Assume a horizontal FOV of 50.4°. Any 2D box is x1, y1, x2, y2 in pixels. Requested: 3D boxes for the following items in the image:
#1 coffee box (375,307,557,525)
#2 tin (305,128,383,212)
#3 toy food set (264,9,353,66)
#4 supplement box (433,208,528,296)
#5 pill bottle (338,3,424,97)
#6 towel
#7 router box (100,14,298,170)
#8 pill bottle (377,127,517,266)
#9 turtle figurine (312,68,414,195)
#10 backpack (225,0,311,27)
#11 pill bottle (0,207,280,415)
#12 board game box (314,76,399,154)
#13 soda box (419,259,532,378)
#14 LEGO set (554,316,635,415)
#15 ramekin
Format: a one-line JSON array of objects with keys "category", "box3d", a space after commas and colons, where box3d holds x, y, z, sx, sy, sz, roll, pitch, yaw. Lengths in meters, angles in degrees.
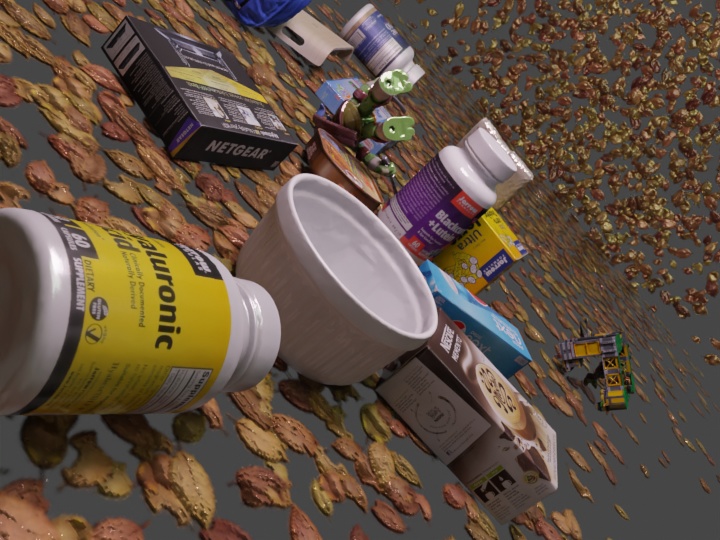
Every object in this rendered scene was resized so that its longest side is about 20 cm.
[{"category": "coffee box", "box3d": [0.118, 0.153, 0.824, 0.200, 0.080, 0.113, 47, 22, -5]}, {"category": "tin", "box3d": [-0.024, -0.134, 1.058, 0.112, 0.042, 0.200, 36, 15, -19]}, {"category": "toy food set", "box3d": [-0.102, -0.439, 1.450, 0.143, 0.061, 0.200, 36, 20, 1]}, {"category": "supplement box", "box3d": [0.159, -0.067, 1.234, 0.201, 0.109, 0.109, 52, 22, 8]}, {"category": "pill bottle", "box3d": [0.052, -0.496, 1.747, 0.200, 0.111, 0.111, 46, 21, -6]}, {"category": "towel", "box3d": [0.185, -0.141, 1.292, 0.133, 0.200, 0.034, 51, 34, 8]}, {"category": "router box", "box3d": [-0.178, -0.197, 0.883, 0.158, 0.052, 0.199, 55, 22, 14]}, {"category": "pill bottle", "box3d": [0.128, -0.109, 1.121, 0.111, 0.200, 0.112, 39, 23, -20]}, {"category": "turtle figurine", "box3d": [0.041, -0.226, 1.168, 0.199, 0.145, 0.194, 31, -13, -18]}, {"category": "backpack", "box3d": [-0.181, -0.505, 1.265, 0.201, 0.161, 0.168, 59, 30, -7]}, {"category": "pill bottle", "box3d": [-0.144, 0.034, 0.482, 0.199, 0.111, 0.112, 15, 39, -56]}, {"category": "board game box", "box3d": [0.006, -0.287, 1.410, 0.151, 0.037, 0.200, 48, 21, -1]}, {"category": "soda box", "box3d": [0.139, 0.073, 1.022, 0.199, 0.064, 0.068, 36, 24, -31]}, {"category": "LEGO set", "box3d": [0.416, 0.176, 1.370, 0.200, 0.115, 0.156, -25, 104, -64]}, {"category": "ramekin", "box3d": [-0.029, 0.016, 0.741, 0.200, 0.105, 0.201, 40, 22, -20]}]
